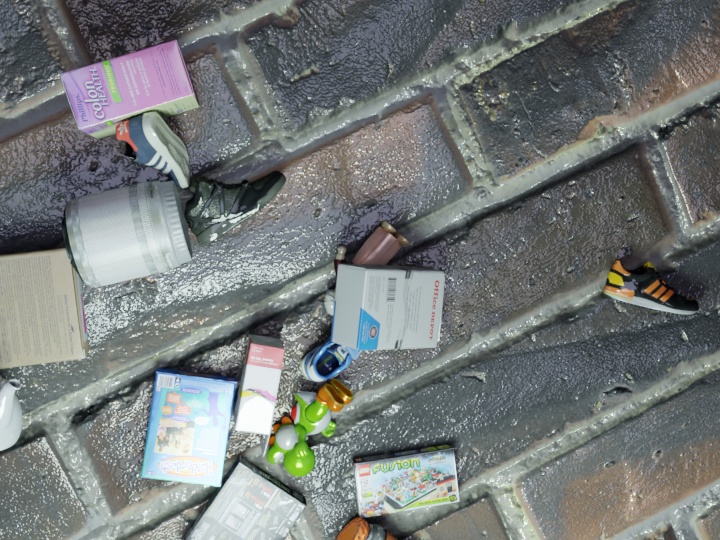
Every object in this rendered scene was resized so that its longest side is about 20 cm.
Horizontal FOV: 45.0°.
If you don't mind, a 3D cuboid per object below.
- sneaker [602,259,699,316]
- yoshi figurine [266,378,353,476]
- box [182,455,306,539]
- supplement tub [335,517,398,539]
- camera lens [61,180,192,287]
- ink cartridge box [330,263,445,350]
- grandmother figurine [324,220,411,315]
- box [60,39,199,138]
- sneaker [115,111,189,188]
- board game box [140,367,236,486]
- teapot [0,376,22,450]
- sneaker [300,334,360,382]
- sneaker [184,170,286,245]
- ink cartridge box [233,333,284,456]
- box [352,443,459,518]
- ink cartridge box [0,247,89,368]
[{"bbox_3d":[0.583,0.032,1.719,0.198,0.070,0.091,11,96,-7],"label":"sneaker"},{"bbox_3d":[-0.089,0.306,1.626,0.112,0.112,0.200,32,108,-31],"label":"yoshi figurine"},{"bbox_3d":[-0.221,0.480,1.650,0.157,0.050,0.201,34,89,-9],"label":"box"},{"bbox_3d":[0.045,0.571,1.658,0.200,0.123,0.123,41,88,-8],"label":"supplement tub"},{"bbox_3d":[-0.409,-0.065,1.527,0.198,0.160,0.161,-13,96,-7],"label":"camera lens"},{"bbox_3d":[0.053,0.066,1.598,0.199,0.084,0.147,3,95,-41],"label":"ink cartridge box"},{"bbox_3d":[0.000,0.000,1.641,0.121,0.061,0.200,39,87,-9],"label":"grandmother figurine"},{"bbox_3d":[-0.390,-0.310,1.503,0.198,0.176,0.097,-19,96,-6],"label":"box"},{"bbox_3d":[-0.363,-0.206,1.523,0.084,0.200,0.076,-10,62,8],"label":"sneaker"},{"bbox_3d":[-0.320,0.293,1.624,0.151,0.045,0.202,9,93,-9],"label":"board game box"},{"bbox_3d":[-0.681,0.227,1.502,0.198,0.197,0.147,3,93,-15],"label":"teapot"},{"bbox_3d":[-0.026,0.137,1.636,0.074,0.082,0.200,44,84,-8],"label":"sneaker"},{"bbox_3d":[-0.237,-0.143,1.586,0.199,0.076,0.115,-32,107,1],"label":"sneaker"},{"bbox_3d":[-0.191,0.227,1.601,0.067,0.116,0.202,10,92,-9],"label":"ink cartridge box"},{"bbox_3d":[0.088,0.409,1.696,0.198,0.035,0.111,-8,95,-7],"label":"box"},{"bbox_3d":[-0.581,0.064,1.556,0.163,0.075,0.202,-6,94,-9],"label":"ink cartridge box"}]
